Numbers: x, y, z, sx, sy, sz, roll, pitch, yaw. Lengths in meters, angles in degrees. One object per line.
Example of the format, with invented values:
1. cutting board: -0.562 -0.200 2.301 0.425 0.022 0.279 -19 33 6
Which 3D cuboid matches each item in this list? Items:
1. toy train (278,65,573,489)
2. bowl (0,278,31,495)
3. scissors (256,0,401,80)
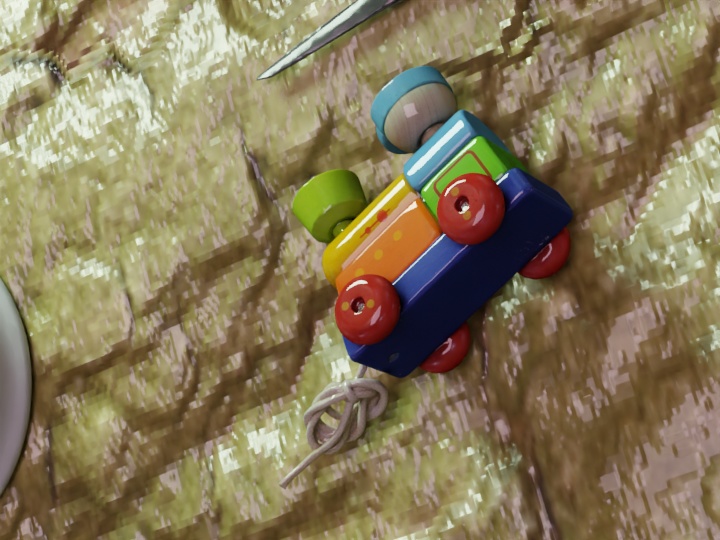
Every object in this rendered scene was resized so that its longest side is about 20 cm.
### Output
1. toy train: 0.000 0.000 0.979 0.200 0.085 0.116 -44 56 16
2. bowl: -0.292 0.066 1.110 0.200 0.090 0.202 -4 81 26
3. scissors: 0.026 -0.158 1.021 0.199 0.014 0.074 -16 79 25
